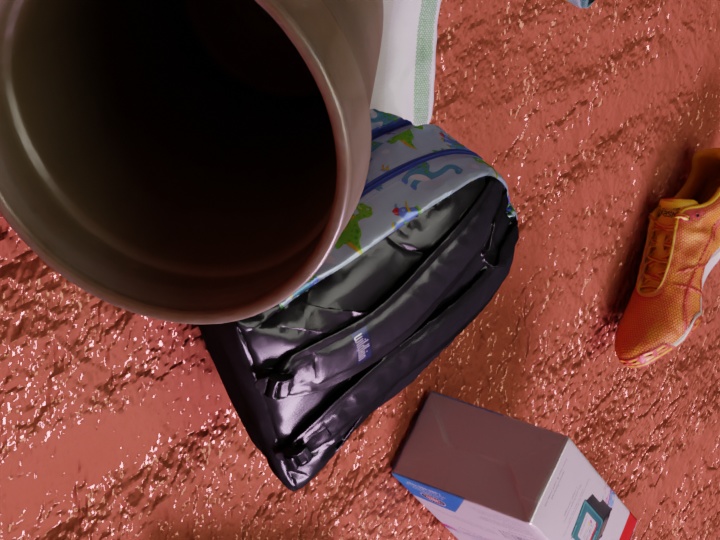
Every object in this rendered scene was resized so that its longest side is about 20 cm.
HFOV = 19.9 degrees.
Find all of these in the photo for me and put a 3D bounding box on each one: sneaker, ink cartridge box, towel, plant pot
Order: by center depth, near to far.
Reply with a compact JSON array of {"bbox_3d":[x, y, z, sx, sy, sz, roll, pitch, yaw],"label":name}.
[{"bbox_3d":[-0.068,-0.102,1.005,0.174,0.198,0.202,-53,145,-53],"label":"plant pot"},{"bbox_3d":[-0.016,-0.128,1.196,0.199,0.030,0.151,-22,121,-51],"label":"towel"},{"bbox_3d":[0.117,0.167,1.449,0.068,0.115,0.200,-63,147,-15],"label":"ink cartridge box"},{"bbox_3d":[0.244,-0.011,1.623,0.077,0.073,0.201,46,60,-30],"label":"sneaker"}]

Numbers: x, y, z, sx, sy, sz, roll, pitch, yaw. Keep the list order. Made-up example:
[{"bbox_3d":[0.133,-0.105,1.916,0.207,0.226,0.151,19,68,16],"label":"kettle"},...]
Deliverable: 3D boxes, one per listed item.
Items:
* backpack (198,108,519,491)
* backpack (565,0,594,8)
[{"bbox_3d":[0.000,0.000,1.183,0.199,0.154,0.164,-30,137,-11],"label":"backpack"},{"bbox_3d":[0.127,-0.264,1.212,0.176,0.152,0.202,88,20,-74],"label":"backpack"}]
